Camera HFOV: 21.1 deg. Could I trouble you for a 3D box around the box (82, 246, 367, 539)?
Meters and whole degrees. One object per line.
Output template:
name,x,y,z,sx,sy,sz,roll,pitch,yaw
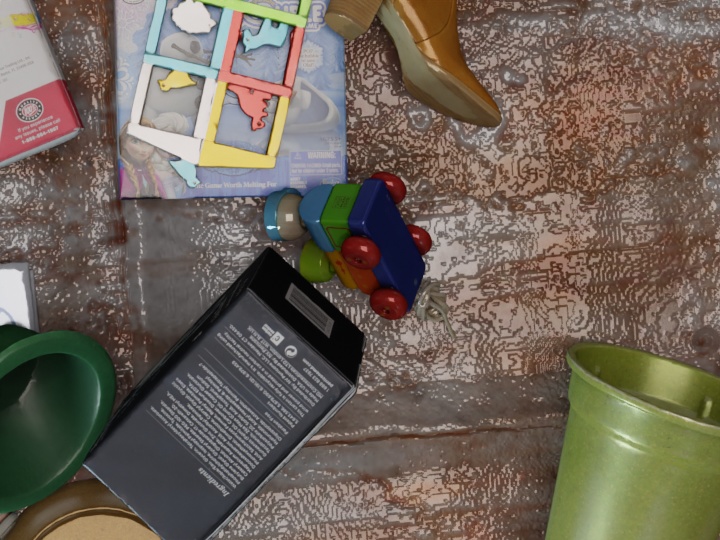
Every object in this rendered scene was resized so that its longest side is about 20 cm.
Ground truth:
box,-0.106,0.104,1.583,0.124,0.200,0.197,42,99,-5

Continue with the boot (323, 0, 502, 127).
boot,0.069,-0.230,1.675,0.201,0.071,0.145,34,69,-23

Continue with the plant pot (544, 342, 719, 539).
plant pot,0.245,0.185,1.657,0.199,0.200,0.186,16,102,-6

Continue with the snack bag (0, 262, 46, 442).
snack bag,-0.371,0.097,1.661,0.198,0.021,0.190,-7,92,-6

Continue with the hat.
hat,-0.318,0.076,1.640,0.176,0.165,0.201,37,102,38

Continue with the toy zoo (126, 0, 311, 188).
toy zoo,-0.120,-0.168,1.633,0.130,0.020,0.202,12,90,-7

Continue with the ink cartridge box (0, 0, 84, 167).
ink cartridge box,-0.336,-0.183,1.623,0.147,0.086,0.201,-21,93,-4

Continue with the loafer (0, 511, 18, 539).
loafer,-0.377,0.267,1.645,0.063,0.072,0.200,41,91,1

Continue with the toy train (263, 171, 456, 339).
toy train,0.000,0.000,1.667,0.115,0.200,0.085,5,55,28

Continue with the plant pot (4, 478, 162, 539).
plant pot,-0.225,0.283,1.681,0.198,0.027,0.202,0,92,-5

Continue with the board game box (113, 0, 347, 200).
board game box,-0.112,-0.163,1.667,0.198,0.043,0.201,-2,91,-7
